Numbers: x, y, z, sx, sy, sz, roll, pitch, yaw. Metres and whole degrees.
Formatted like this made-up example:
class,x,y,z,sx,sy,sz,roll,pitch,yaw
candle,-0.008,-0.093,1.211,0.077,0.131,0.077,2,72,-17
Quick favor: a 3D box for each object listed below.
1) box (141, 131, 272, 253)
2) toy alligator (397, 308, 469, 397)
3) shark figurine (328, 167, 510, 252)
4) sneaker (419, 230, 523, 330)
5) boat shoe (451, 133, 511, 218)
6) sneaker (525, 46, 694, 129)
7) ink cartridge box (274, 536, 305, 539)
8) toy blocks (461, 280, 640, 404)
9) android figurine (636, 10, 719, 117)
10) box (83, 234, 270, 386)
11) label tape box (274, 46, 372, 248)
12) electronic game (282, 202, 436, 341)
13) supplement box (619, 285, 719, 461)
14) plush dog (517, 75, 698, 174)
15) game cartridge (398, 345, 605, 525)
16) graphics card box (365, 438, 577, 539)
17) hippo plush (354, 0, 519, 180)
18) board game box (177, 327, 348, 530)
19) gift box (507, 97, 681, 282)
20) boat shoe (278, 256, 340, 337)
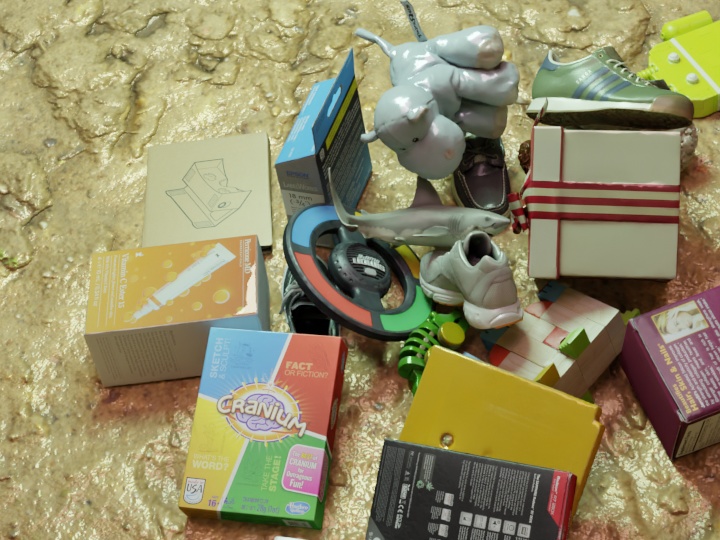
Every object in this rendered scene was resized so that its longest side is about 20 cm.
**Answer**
class,x,y,z,sx,sy,sz,roll,pitch,yaw
box,-0.191,-0.091,1.915,0.161,0.021,0.202,-7,47,3
toy alligator,0.084,0.074,1.689,0.054,0.059,0.201,32,47,0
shark figurine,0.053,-0.070,1.751,0.211,0.128,0.091,5,77,-15
sneaker,0.122,-0.006,1.682,0.075,0.093,0.200,-12,19,-20
boat shoe,0.142,-0.144,1.878,0.071,0.066,0.202,-8,48,1
sneaker,0.284,-0.213,1.724,0.198,0.067,0.091,5,77,32
ink cartridge box,-0.036,0.372,1.409,0.127,0.126,0.202,5,49,13
toy blocks,0.192,0.088,1.657,0.200,0.100,0.136,-46,43,-17
android figurine,0.452,-0.263,1.954,0.198,0.041,0.183,-19,49,-10
box,-0.206,0.046,1.744,0.197,0.098,0.125,-7,48,3
label tape box,-0.047,-0.149,1.822,0.062,0.201,0.145,9,50,18
electronic game,0.000,0.000,1.731,0.198,0.042,0.201,24,37,-19
supplement box,0.390,0.094,1.591,0.198,0.104,0.132,-19,60,-8
plush dog,0.282,-0.154,1.829,0.199,0.160,0.173,26,82,30
game cartridge,0.134,0.191,1.552,0.198,0.032,0.178,20,86,22
graphics card box,0.108,0.245,1.506,0.197,0.051,0.127,7,82,20
hippo plush,0.088,-0.200,1.757,0.158,0.200,0.161,-27,22,35
board game box,-0.102,0.166,1.619,0.151,0.040,0.203,3,68,12
gift box,0.258,-0.085,1.697,0.184,0.185,0.203,1,85,8
boat shoe,-0.059,0.045,1.741,0.073,0.069,0.201,-6,48,4
